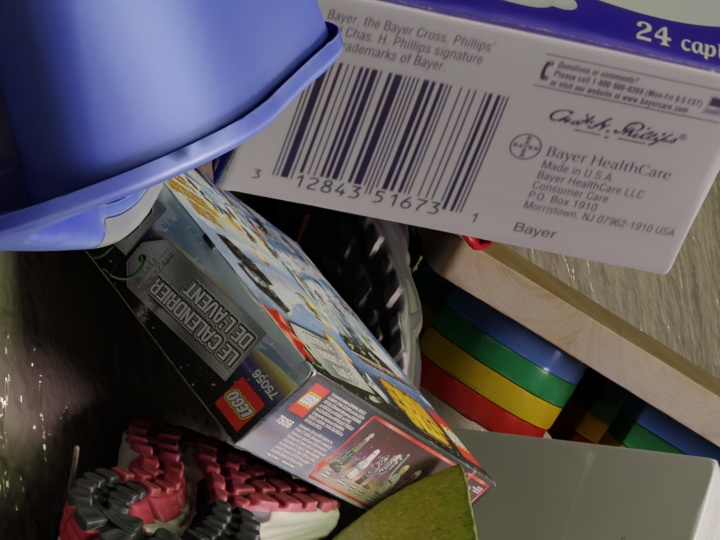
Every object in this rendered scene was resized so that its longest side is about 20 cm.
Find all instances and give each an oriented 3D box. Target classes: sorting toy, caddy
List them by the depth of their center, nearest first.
[{"bbox_3d":[-0.087,-0.060,0.789,0.200,0.141,0.105,-50,124,-65],"label":"caddy"},{"bbox_3d":[0.096,0.051,1.212,0.070,0.199,0.200,-58,-171,4],"label":"sorting toy"}]

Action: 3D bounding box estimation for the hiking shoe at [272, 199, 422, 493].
[{"bbox_3d":[0.000,0.000,1.118,0.101,0.076,0.201,27,56,-64],"label":"hiking shoe"}]

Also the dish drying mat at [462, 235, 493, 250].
[{"bbox_3d":[0.022,-0.067,1.161,0.077,0.018,0.200,59,1,-18],"label":"dish drying mat"}]

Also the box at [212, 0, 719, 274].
[{"bbox_3d":[0.041,-0.113,1.028,0.200,0.184,0.105,-97,-157,-49],"label":"box"}]

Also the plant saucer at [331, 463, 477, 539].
[{"bbox_3d":[-0.007,0.192,0.906,0.200,0.048,0.200,-98,-157,-64],"label":"plant saucer"}]

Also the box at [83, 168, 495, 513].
[{"bbox_3d":[-0.033,0.023,0.959,0.137,0.040,0.200,50,5,25],"label":"box"}]

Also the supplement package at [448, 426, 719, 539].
[{"bbox_3d":[0.091,0.187,1.143,0.200,0.150,0.152,59,45,-49],"label":"supplement package"}]

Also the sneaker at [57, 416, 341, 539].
[{"bbox_3d":[-0.066,0.101,0.901,0.200,0.080,0.075,-20,132,-74],"label":"sneaker"}]
